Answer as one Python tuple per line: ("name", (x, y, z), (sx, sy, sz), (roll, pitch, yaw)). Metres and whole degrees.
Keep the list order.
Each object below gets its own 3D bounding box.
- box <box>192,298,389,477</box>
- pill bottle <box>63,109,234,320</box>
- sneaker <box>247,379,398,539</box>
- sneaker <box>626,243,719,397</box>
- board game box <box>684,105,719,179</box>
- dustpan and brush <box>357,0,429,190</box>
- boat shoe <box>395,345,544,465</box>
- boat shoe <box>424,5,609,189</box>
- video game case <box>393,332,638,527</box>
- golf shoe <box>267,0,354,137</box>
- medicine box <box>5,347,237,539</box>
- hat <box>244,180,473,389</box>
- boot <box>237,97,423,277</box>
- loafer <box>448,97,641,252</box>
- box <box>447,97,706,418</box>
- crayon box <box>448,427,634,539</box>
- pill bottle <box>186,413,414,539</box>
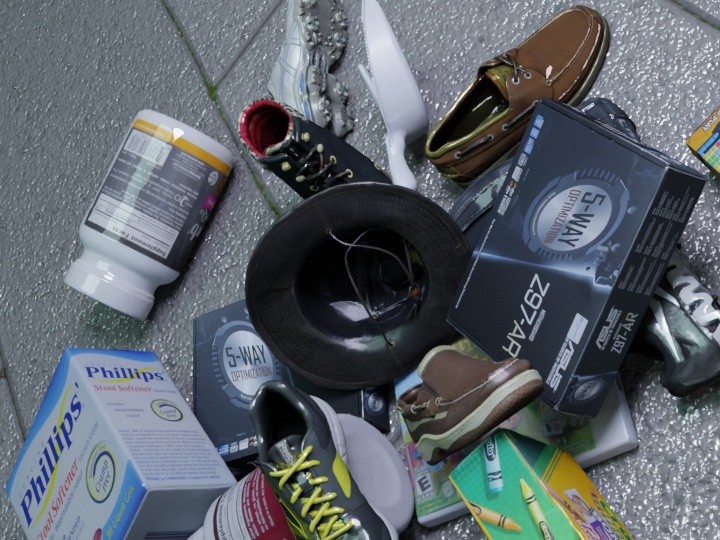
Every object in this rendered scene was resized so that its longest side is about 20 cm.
("box", (-0.069, 0.095, 1.235), (0.199, 0.043, 0.161), (-20, 59, 30))
("pill bottle", (-0.223, -0.057, 1.380), (0.116, 0.116, 0.201), (23, 86, 42))
("sneaker", (-0.037, 0.166, 0.975), (0.074, 0.085, 0.200), (-35, 51, 7))
("sneaker", (0.220, 0.017, 1.027), (0.090, 0.066, 0.200), (-41, 52, 13))
("board game box", (0.369, -0.112, 0.978), (0.200, 0.057, 0.165), (-47, 48, 11))
("dustpan and brush", (0.032, -0.140, 1.205), (0.057, 0.140, 0.201), (-23, 58, 0))
("boat shoe", (0.070, 0.094, 1.001), (0.075, 0.202, 0.075), (-30, 81, -25))
("boat shoe", (0.139, -0.159, 1.172), (0.200, 0.068, 0.072), (-51, 48, 8))
("video game case", (0.118, 0.096, 1.101), (0.199, 0.022, 0.183), (-27, 55, 26))
("golf shoe", (-0.066, -0.216, 1.360), (0.097, 0.078, 0.201), (-22, 56, 36))
("medicine box", (-0.231, 0.203, 1.240), (0.200, 0.103, 0.183), (48, 120, 41))
("hat", (0.000, 0.000, 1.138), (0.200, 0.201, 0.081), (-38, 20, 18))
("boot", (-0.017, -0.072, 1.197), (0.074, 0.154, 0.204), (-51, 49, 8))
("loafer", (0.149, -0.064, 1.120), (0.200, 0.068, 0.071), (-39, 43, 13))
("box", (0.159, -0.013, 1.017), (0.160, 0.043, 0.201), (42, 114, 52))
("crayon box", (0.159, 0.212, 0.937), (0.058, 0.119, 0.200), (-44, 56, 14))
("pill bottle", (-0.059, 0.216, 1.118), (0.200, 0.113, 0.113), (-39, 50, 29))
